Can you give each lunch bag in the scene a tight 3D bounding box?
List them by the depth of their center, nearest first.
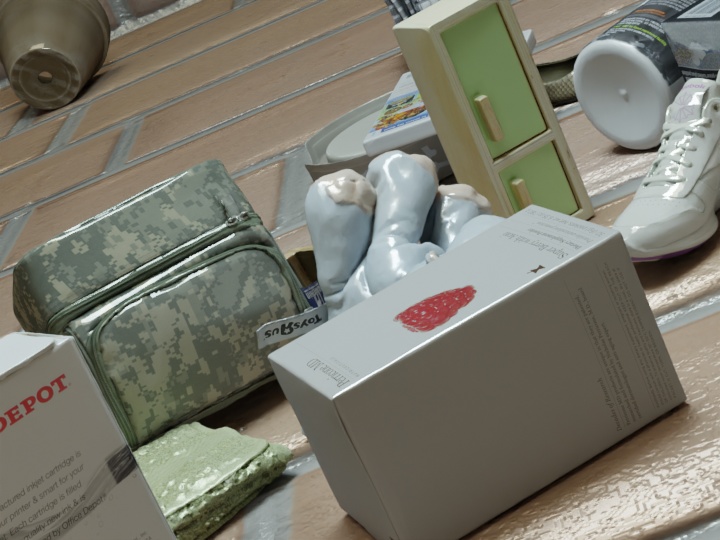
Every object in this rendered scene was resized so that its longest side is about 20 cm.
[{"bbox_3d":[-0.142,0.035,1.366,0.200,0.168,0.139,-28,-13,-21],"label":"lunch bag"}]

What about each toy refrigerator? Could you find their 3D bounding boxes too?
[{"bbox_3d":[0.107,-0.117,1.415,0.076,0.200,0.070,-30,19,-19],"label":"toy refrigerator"}]

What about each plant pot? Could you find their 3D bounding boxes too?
[{"bbox_3d":[-0.522,-0.363,3.009,0.200,0.200,0.174,-21,33,10],"label":"plant pot"}]

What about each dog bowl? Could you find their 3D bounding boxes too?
[{"bbox_3d":[0.039,-0.125,1.763,0.200,0.059,0.200,-23,18,8],"label":"dog bowl"}]

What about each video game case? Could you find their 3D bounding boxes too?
[{"bbox_3d":[0.087,-0.170,1.705,0.143,0.018,0.200,-17,19,20],"label":"video game case"}]

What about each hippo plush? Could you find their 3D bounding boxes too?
[{"bbox_3d":[0.038,0.001,1.217,0.200,0.160,0.161,-31,12,-22],"label":"hippo plush"}]

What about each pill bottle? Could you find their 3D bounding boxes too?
[{"bbox_3d":[0.283,-0.195,1.560,0.200,0.106,0.106,-37,21,-33],"label":"pill bottle"}]

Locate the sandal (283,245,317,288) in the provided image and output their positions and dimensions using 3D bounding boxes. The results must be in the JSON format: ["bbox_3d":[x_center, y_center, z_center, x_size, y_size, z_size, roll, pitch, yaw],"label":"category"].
[{"bbox_3d":[-0.003,-0.005,1.444,0.070,0.078,0.212,-37,16,-18],"label":"sandal"}]

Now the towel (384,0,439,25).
[{"bbox_3d":[0.083,-0.338,2.138,0.085,0.166,0.200,-18,17,28],"label":"towel"}]

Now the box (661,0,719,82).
[{"bbox_3d":[0.352,-0.170,1.388,0.132,0.115,0.200,-32,18,-19],"label":"box"}]

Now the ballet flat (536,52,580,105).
[{"bbox_3d":[0.178,-0.192,1.789,0.200,0.046,0.067,-10,23,39],"label":"ballet flat"}]

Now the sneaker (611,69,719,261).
[{"bbox_3d":[0.233,-0.078,1.306,0.075,0.100,0.200,-2,30,46],"label":"sneaker"}]

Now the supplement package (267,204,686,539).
[{"bbox_3d":[0.069,0.064,1.082,0.200,0.120,0.121,-30,19,-14],"label":"supplement package"}]

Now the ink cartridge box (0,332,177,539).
[{"bbox_3d":[-0.199,0.154,1.046,0.145,0.200,0.083,-35,20,-29],"label":"ink cartridge box"}]

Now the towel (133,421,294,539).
[{"bbox_3d":[-0.154,0.166,1.223,0.200,0.037,0.148,-36,20,-31],"label":"towel"}]
